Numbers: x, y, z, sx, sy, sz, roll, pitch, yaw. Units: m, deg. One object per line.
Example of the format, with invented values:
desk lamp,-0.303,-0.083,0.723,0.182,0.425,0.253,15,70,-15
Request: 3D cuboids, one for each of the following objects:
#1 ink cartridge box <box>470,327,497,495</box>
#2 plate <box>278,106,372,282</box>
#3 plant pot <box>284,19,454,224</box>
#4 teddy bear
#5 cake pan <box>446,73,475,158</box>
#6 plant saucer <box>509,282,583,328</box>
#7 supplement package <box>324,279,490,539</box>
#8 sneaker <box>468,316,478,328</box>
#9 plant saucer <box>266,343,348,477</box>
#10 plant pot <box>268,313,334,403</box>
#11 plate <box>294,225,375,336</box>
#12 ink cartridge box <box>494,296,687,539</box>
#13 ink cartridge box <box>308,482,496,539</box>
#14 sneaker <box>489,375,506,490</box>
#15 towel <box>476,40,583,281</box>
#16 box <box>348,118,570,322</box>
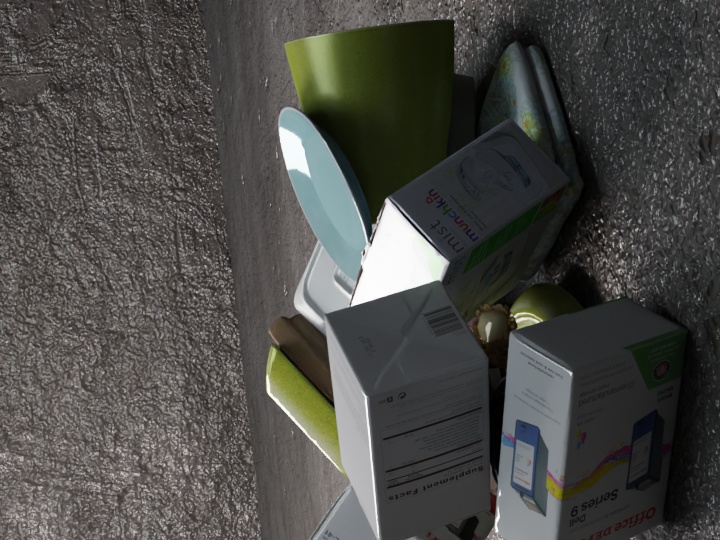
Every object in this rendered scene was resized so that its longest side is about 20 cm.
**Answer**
ink cartridge box,0.117,0.174,1.697,0.084,0.143,0.203,-125,33,-62
plate,-0.030,-0.082,1.562,0.201,0.025,0.201,55,161,29
plant pot,0.022,-0.155,1.604,0.187,0.184,0.203,-165,67,-75
teddy bear,0.149,0.127,1.473,0.200,0.067,0.145,47,115,4
cake pan,0.114,-0.135,1.727,0.200,0.036,0.204,0,-90,-87
plant saucer,0.191,0.115,1.536,0.199,0.031,0.203,171,90,-66
supplement package,0.046,0.134,1.391,0.122,0.118,0.202,-120,19,-47
sneaker,0.122,0.016,1.771,0.089,0.080,0.201,-52,22,34
plant saucer,-0.041,0.185,1.817,0.200,0.048,0.200,46,178,10
plant pot,-0.013,0.110,1.840,0.201,0.093,0.201,44,180,0
plate,0.000,0.000,1.708,0.200,0.032,0.202,41,113,45
ink cartridge box,0.202,0.143,1.315,0.087,0.144,0.203,32,127,46
ink cartridge box,0.054,0.264,1.554,0.086,0.147,0.200,-57,-8,18
sneaker,0.150,0.204,1.406,0.087,0.075,0.203,-32,-68,-67
towel,0.173,-0.116,1.582,0.172,0.047,0.202,107,155,-57
box,0.093,-0.026,1.491,0.097,0.176,0.201,45,147,17
